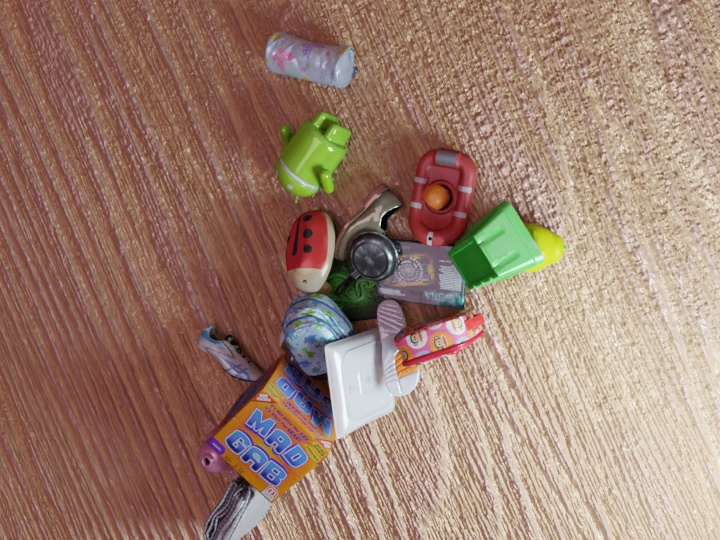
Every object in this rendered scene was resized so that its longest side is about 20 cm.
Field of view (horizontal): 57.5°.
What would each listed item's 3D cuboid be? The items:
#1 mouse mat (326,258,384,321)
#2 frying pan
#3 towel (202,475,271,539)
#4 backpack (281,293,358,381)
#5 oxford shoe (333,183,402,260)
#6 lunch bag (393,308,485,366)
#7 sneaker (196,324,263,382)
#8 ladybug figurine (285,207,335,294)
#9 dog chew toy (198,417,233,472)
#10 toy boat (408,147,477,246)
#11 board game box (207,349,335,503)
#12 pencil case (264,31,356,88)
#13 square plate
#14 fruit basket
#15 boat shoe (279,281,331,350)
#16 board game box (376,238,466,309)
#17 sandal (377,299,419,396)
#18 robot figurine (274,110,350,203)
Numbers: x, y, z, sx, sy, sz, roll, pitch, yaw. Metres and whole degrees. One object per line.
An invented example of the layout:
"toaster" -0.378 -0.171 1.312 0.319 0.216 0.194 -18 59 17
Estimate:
"mouse mat" -0.021 0.037 1.510 0.198 0.008 0.163 -10 94 23
"frying pan" -0.006 -0.016 1.439 0.188 0.031 0.116 -20 105 26
"towel" -0.283 0.561 1.595 0.085 0.165 0.202 34 107 19
"backpack" -0.089 0.147 1.450 0.161 0.154 0.202 -16 107 22
"oxford shoe" 0.013 -0.091 1.440 0.075 0.070 0.201 43 110 18
"lunch bag" 0.175 0.130 1.346 0.175 0.200 0.083 -23 84 22
"sneaker" -0.315 0.207 1.611 0.199 0.072 0.073 34 99 10
"ladybug figurine" -0.118 -0.049 1.465 0.135 0.071 0.203 -16 63 44
"dog chew toy" -0.313 0.417 1.566 0.123 0.200 0.126 3 99 20
"toy boat" 0.160 -0.149 1.349 0.129 0.131 0.203 13 101 19
"board game box" -0.181 0.347 1.486 0.200 0.200 0.200 44 110 -6
"pencil case" -0.112 -0.461 1.435 0.198 0.083 0.092 17 109 18
"square plate" 0.008 0.238 1.425 0.028 0.197 0.203 -3 97 41
"fruit basket" 0.301 -0.052 1.299 0.214 0.215 0.157 -34 86 21
"boat shoe" -0.138 0.095 1.533 0.069 0.070 0.201 45 111 37
"board game box" 0.134 0.005 1.432 0.197 0.028 0.137 7 100 18
"sandal" 0.083 0.169 1.440 0.078 0.059 0.210 -9 79 5
"robot figurine" -0.109 -0.249 1.445 0.176 0.115 0.200 48 111 18
